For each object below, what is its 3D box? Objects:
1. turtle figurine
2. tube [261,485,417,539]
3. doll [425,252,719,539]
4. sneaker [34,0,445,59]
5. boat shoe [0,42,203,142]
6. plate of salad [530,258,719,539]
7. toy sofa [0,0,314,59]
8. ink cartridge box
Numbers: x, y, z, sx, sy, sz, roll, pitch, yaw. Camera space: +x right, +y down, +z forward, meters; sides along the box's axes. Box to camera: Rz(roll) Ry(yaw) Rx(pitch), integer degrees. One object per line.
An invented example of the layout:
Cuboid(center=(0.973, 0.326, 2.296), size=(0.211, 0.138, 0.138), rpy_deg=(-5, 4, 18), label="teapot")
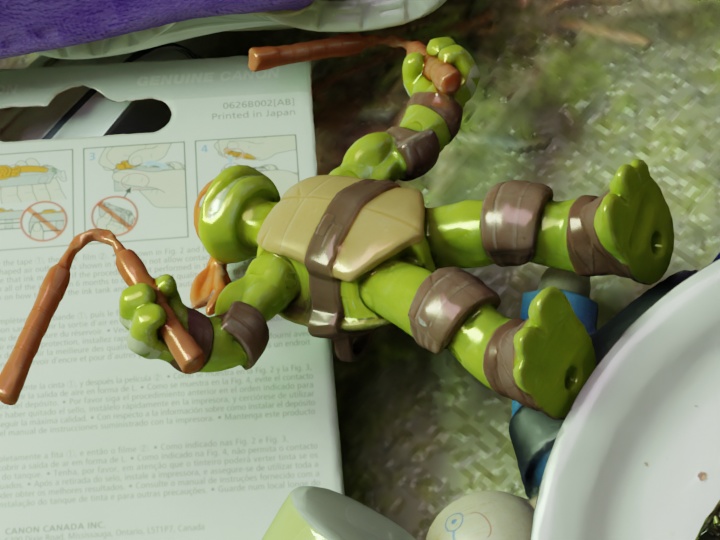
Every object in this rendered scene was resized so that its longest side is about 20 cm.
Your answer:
Cuboid(center=(0.000, 0.000, 0.721), size=(0.161, 0.065, 0.200), rpy_deg=(14, 41, 35), label="turtle figurine")
Cuboid(center=(-0.045, 0.159, 0.698), size=(0.200, 0.052, 0.058), rpy_deg=(-60, 24, 11), label="tube")
Cuboid(center=(0.100, 0.032, 0.710), size=(0.200, 0.048, 0.137), rpy_deg=(-41, 62, 1), label="doll")
Cuboid(center=(-0.057, -0.110, 0.834), size=(0.199, 0.099, 0.078), rpy_deg=(4, 95, 7), label="sneaker")
Cuboid(center=(-0.143, -0.017, 0.845), size=(0.202, 0.075, 0.086), rpy_deg=(-47, 54, -6), label="boat shoe")
Cuboid(center=(0.142, 0.080, 0.637), size=(0.199, 0.048, 0.201), rpy_deg=(-2, 76, 9), label="plate of salad")
Cuboid(center=(-0.111, -0.112, 0.748), size=(0.199, 0.083, 0.098), rpy_deg=(-11, 91, 7), label="toy sofa")
Cuboid(center=(-0.089, 0.027, 0.778), size=(0.161, 0.050, 0.201), rpy_deg=(-4, 57, -2), label="ink cartridge box")
